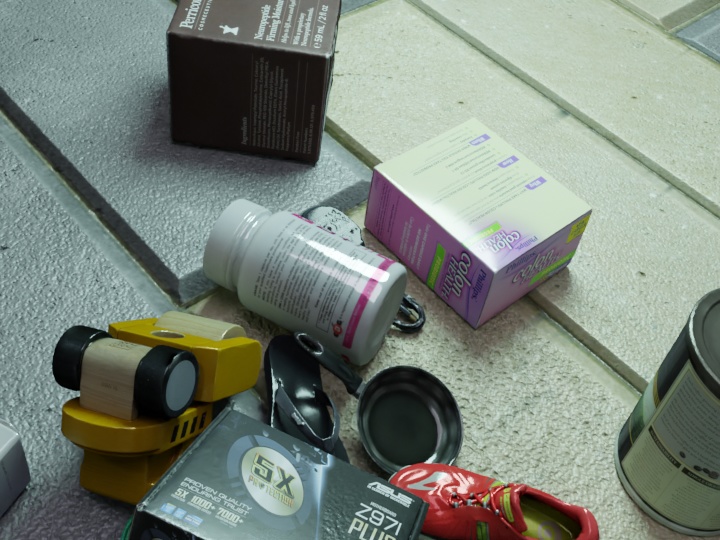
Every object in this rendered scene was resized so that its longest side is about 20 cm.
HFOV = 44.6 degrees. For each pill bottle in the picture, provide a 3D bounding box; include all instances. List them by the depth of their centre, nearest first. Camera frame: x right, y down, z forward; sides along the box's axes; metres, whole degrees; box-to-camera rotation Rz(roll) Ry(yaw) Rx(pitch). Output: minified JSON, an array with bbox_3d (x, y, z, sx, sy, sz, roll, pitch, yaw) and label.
[{"bbox_3d":[-0.060,0.007,0.929,0.198,0.114,0.114,25,49,13],"label":"pill bottle"}]

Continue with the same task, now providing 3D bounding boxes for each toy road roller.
[{"bbox_3d":[-0.188,0.125,0.809,0.121,0.149,0.200,11,9,21],"label":"toy road roller"}]

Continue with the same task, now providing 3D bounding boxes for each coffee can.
[{"bbox_3d":[0.340,0.136,0.825,0.144,0.202,0.148,5,47,-6],"label":"coffee can"}]

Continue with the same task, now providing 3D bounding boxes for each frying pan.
[{"bbox_3d":[0.013,0.140,0.852,0.187,0.031,0.116,16,59,-13],"label":"frying pan"}]

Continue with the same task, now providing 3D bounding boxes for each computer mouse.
[{"bbox_3d":[0.000,0.000,1.009,0.058,0.034,0.200,-32,67,-23],"label":"computer mouse"}]

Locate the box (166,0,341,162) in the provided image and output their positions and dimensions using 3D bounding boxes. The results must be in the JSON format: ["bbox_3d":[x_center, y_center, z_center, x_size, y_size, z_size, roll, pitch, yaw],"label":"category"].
[{"bbox_3d":[-0.133,-0.265,1.128,0.197,0.166,0.168,8,47,-3],"label":"box"}]

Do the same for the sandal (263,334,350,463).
[{"bbox_3d":[-0.055,0.133,0.842,0.075,0.043,0.201,9,38,-29],"label":"sandal"}]

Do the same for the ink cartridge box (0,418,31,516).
[{"bbox_3d":[-0.393,0.197,0.718,0.143,0.085,0.201,24,49,12],"label":"ink cartridge box"}]

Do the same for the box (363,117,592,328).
[{"bbox_3d":[0.135,-0.063,1.040,0.175,0.097,0.200,-30,58,-31],"label":"box"}]

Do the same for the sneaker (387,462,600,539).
[{"bbox_3d":[0.119,0.210,0.789,0.197,0.085,0.078,13,59,2],"label":"sneaker"}]

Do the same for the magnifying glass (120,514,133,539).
[{"bbox_3d":[-0.130,0.210,0.800,0.079,0.023,0.199,38,55,23],"label":"magnifying glass"}]

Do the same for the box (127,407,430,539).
[{"bbox_3d":[-0.063,0.217,0.695,0.198,0.087,0.164,24,22,9],"label":"box"}]
